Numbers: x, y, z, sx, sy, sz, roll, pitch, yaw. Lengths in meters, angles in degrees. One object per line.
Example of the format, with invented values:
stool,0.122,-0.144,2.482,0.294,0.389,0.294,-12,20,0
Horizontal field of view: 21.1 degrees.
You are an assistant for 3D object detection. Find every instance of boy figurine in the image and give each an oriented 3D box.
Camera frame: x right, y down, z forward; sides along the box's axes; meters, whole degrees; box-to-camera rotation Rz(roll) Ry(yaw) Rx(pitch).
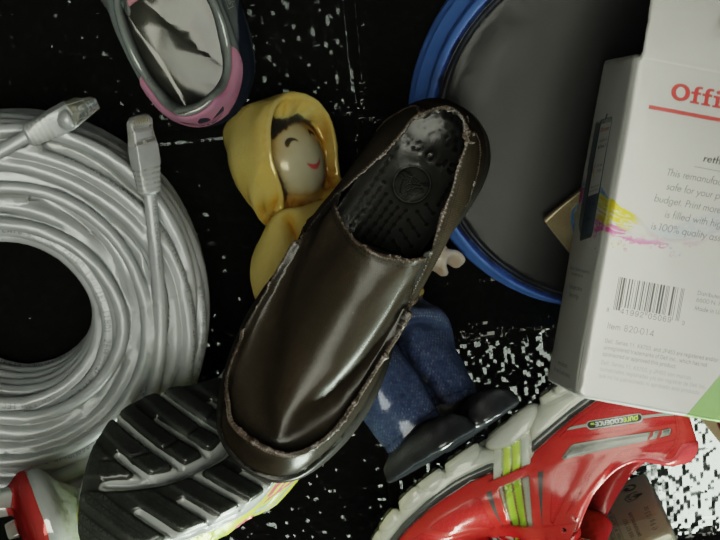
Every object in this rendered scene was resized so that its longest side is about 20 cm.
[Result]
boy figurine,0.000,0.000,0.959,0.064,0.124,0.201,-41,75,50

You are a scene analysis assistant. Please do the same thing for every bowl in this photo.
bowl,0.123,-0.075,0.975,0.198,0.039,0.203,-1,107,-2

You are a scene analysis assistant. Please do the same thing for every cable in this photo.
cable,-0.174,0.018,0.974,0.198,0.069,0.202,-14,109,2

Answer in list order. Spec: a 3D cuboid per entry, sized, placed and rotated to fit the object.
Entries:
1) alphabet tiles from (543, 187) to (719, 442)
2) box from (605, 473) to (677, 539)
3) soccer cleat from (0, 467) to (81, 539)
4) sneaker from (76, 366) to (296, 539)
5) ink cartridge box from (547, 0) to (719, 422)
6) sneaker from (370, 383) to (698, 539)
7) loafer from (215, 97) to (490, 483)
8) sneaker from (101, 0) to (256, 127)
alphabet tiles,0.218,-0.026,0.971,0.199,0.008,0.167,-38,105,8
box,0.085,0.199,1.036,0.198,0.078,0.096,-22,107,4
soccer cleat,-0.130,0.142,0.970,0.084,0.201,0.069,-18,63,-8
sneaker,-0.069,0.099,0.950,0.078,0.200,0.091,34,128,17
ink cartridge box,0.166,-0.033,0.914,0.116,0.067,0.202,10,92,-7
sneaker,0.084,0.122,0.984,0.200,0.077,0.085,-39,74,19
loafer,-0.007,0.001,0.882,0.073,0.071,0.201,26,79,7
sneaker,-0.102,-0.162,0.913,0.070,0.082,0.201,-24,103,7
